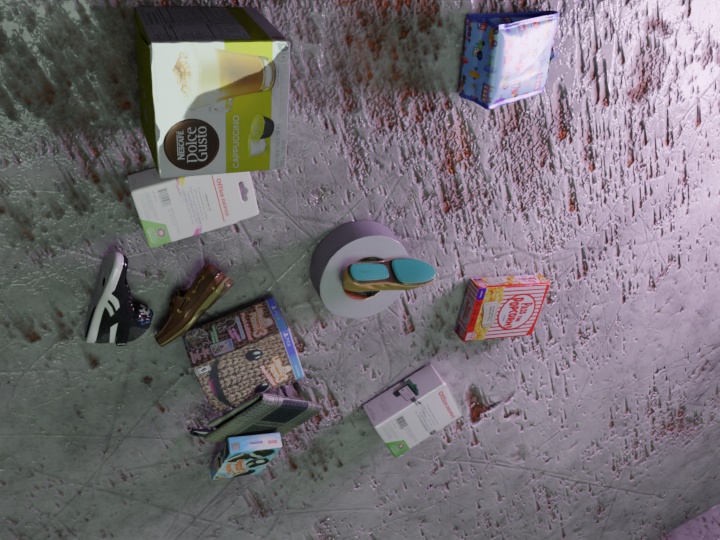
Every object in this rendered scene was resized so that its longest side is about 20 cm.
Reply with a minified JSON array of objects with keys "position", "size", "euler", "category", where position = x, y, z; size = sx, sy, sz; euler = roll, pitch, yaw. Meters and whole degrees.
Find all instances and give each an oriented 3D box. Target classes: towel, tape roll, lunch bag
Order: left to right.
[{"position":[-0.209,0.318,1.558],"size":[0.200,0.035,0.192],"euler":[-36,147,26],"category":"towel"},{"position":[0.000,0.000,1.494],"size":[0.199,0.066,0.201],"euler":[-12,125,-18],"category":"tape roll"},{"position":[0.294,-0.397,1.356],"size":[0.199,0.094,0.151],"euler":[-15,125,-27],"category":"lunch bag"}]

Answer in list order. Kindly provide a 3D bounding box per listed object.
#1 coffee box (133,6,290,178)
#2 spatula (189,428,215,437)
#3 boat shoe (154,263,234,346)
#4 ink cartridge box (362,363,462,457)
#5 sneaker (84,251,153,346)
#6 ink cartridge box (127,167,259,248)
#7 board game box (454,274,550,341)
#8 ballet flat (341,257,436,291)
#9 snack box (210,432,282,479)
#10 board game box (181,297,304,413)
[{"position":[-0.230,-0.276,1.109],"size":[0.197,0.200,0.201],"euler":[-7,124,-20],"category":"coffee box"},{"position":[-0.283,0.364,1.637],"size":[0.199,0.021,0.057],"euler":[7,121,-28],"category":"spatula"},{"position":[-0.328,0.065,1.391],"size":[0.068,0.072,0.200],"euler":[45,107,-6],"category":"boat shoe"},{"position":[0.128,0.340,1.773],"size":[0.199,0.084,0.146],"euler":[-31,130,-3],"category":"ink cartridge box"},{"position":[-0.426,0.052,1.332],"size":[0.111,0.073,0.201],"euler":[8,126,-33],"category":"sneaker"},{"position":[-0.287,-0.129,1.268],"size":[0.199,0.067,0.118],"euler":[-17,127,-13],"category":"ink cartridge box"},{"position":[0.333,0.087,1.721],"size":[0.199,0.046,0.152],"euler":[-4,123,-23],"category":"board game box"},{"position":[0.053,0.012,1.456],"size":[0.199,0.069,0.063],"euler":[1,149,-23],"category":"ballet flat"},{"position":[-0.256,0.413,1.619],"size":[0.116,0.037,0.200],"euler":[-1,150,-24],"category":"snack box"},{"position":[-0.233,0.172,1.469],"size":[0.199,0.097,0.160],"euler":[-22,136,-10],"category":"board game box"}]
